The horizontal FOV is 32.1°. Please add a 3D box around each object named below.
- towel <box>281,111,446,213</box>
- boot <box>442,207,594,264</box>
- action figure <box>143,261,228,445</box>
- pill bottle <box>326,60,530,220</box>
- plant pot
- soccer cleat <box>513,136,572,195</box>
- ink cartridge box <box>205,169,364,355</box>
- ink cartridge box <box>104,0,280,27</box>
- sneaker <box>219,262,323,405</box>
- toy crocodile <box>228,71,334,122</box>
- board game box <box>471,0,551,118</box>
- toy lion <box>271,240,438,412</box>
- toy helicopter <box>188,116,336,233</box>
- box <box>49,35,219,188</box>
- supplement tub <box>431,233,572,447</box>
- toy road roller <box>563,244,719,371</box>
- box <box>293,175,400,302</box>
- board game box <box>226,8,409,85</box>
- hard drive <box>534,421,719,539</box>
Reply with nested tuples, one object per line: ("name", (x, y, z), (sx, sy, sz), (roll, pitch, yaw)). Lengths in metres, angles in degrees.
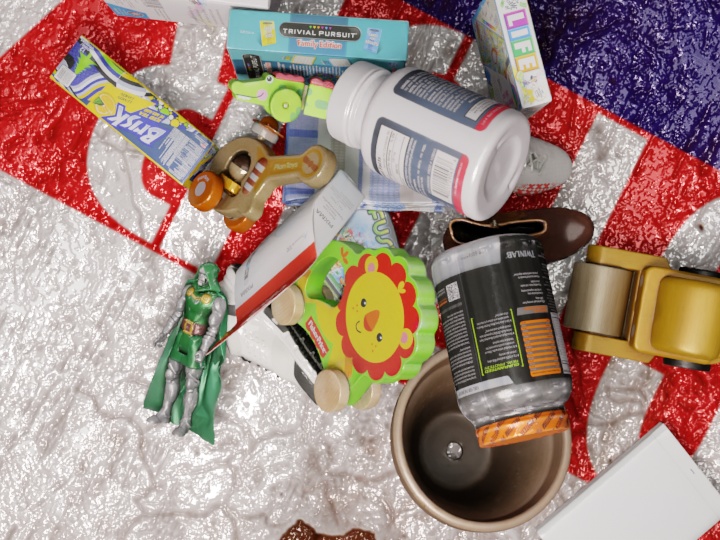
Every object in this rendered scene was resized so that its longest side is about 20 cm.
("towel", (0.007, -0.139, 1.467), (0.196, 0.024, 0.149), (2, 68, 0))
("boot", (0.185, -0.049, 1.404), (0.185, 0.200, 0.070), (2, 85, 0))
("action figure", (-0.196, 0.087, 1.447), (0.117, 0.054, 0.203), (19, 100, 28))
("pill bottle", (0.068, -0.145, 1.321), (0.198, 0.119, 0.121), (28, 91, 25))
("plant pot", (0.119, 0.195, 1.409), (0.197, 0.175, 0.204), (2, 77, -8))
("soccer cleat", (0.167, -0.133, 1.437), (0.197, 0.085, 0.070), (7, 69, -22))
("ink cartridge box", (-0.093, -0.009, 1.368), (0.047, 0.200, 0.160), (47, 130, -6))
("ink cartridge box", (-0.187, -0.365, 1.427), (0.196, 0.147, 0.149), (7, 90, -1))
("sneaker", (-0.105, 0.088, 1.478), (0.080, 0.074, 0.200), (-43, 86, 15))
("toy crocodile", (-0.053, -0.196, 1.425), (0.197, 0.068, 0.063), (10, 101, -10))
("board game box", (0.166, -0.239, 1.403), (0.034, 0.200, 0.137), (-14, 91, -1))
("toy lion", (0.001, 0.045, 1.365), (0.193, 0.068, 0.201), (-54, 51, 32))
("toy helicopter", (-0.101, -0.121, 1.428), (0.079, 0.198, 0.134), (31, 67, -43))
("box", (-0.263, -0.184, 1.466), (0.199, 0.070, 0.065), (40, 89, -1))
("supplement tub", (0.148, 0.074, 1.290), (0.120, 0.123, 0.203), (-10, 78, 0))
("toy road roller", (0.342, 0.046, 1.434), (0.197, 0.146, 0.125), (10, 90, -1))
("box", (0.000, 0.000, 1.487), (0.108, 0.035, 0.203), (-18, 91, 0))
("board game box", (-0.047, -0.248, 1.425), (0.196, 0.151, 0.048), (4, 84, -1))
("hard drive", (0.325, 0.298, 1.497), (0.199, 0.026, 0.132), (-40, 91, 0))
